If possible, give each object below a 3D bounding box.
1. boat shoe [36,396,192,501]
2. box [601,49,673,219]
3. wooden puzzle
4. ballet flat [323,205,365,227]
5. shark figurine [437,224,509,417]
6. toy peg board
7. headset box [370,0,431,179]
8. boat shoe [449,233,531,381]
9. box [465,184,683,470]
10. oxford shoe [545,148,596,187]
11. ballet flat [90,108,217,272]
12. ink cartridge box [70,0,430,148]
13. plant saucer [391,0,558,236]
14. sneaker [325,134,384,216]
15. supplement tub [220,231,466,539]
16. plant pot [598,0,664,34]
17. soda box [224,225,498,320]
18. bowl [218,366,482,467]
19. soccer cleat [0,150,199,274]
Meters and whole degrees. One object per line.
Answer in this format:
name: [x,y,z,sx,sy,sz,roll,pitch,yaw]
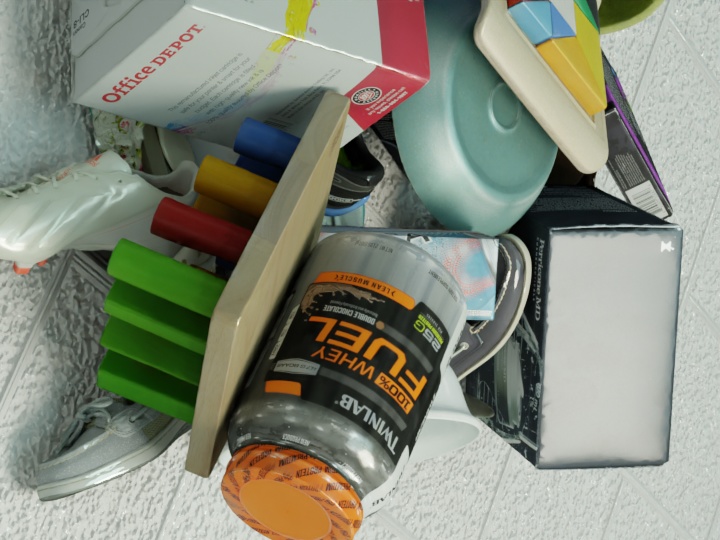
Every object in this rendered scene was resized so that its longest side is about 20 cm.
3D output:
boat shoe: [-0.156,0.096,1.590,0.202,0.074,0.065,-35,97,-36]
box: [0.210,-0.151,1.982,0.143,0.036,0.201,54,16,-42]
wooden puzzle: [0.147,-0.203,1.766,0.185,0.037,0.201,46,35,-38]
ballet flat: [-0.031,-0.023,1.754,0.069,0.069,0.202,-24,114,-49]
shark figurine: [0.058,0.025,1.884,0.089,0.128,0.216,-3,116,-28]
toy peg board: [-0.098,-0.004,1.515,0.201,0.097,0.200,106,8,-55]
headset box: [0.063,-0.196,1.823,0.200,0.092,0.175,51,55,-43]
boat shoe: [0.061,0.052,1.805,0.063,0.073,0.200,2,133,-52]
box: [0.174,0.043,1.887,0.123,0.197,0.202,-1,101,-16]
oxford shoe: [0.176,-0.118,1.995,0.073,0.084,0.201,-37,122,-42]
ballet flat: [-0.136,-0.046,1.602,0.076,0.064,0.201,-47,130,-39]
ink cartridge box: [-0.078,-0.179,1.523,0.199,0.145,0.146,14,59,-36]
plant saucer: [0.100,-0.126,1.756,0.199,0.036,0.202,4,84,-48]
sneaker: [-0.040,-0.139,1.677,0.071,0.082,0.201,-30,93,-45]
supplement tub: [-0.013,0.082,1.535,0.123,0.122,0.201,57,45,-40]
plant pot: [0.185,-0.334,1.912,0.201,0.199,0.185,57,39,-40]
soda box: [0.000,0.000,1.694,0.198,0.068,0.064,1,96,-11]
bowl: [-0.012,0.091,1.703,0.201,0.200,0.091,16,62,-53]
soccer cleat: [-0.192,-0.045,1.502,0.199,0.069,0.078,-1,119,-43]
